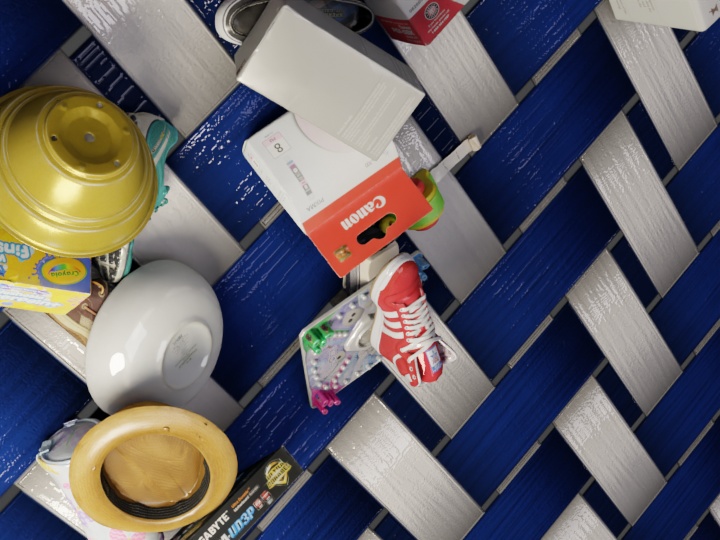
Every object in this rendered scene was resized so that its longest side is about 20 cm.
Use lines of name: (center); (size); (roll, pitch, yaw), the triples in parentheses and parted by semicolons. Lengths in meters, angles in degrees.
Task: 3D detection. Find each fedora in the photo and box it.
fedora: (-0.240, 0.214, 1.278); (0.200, 0.082, 0.201); (-8, 126, -11)

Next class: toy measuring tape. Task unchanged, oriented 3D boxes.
toy measuring tape: (0.105, -0.113, 1.507); (0.200, 0.074, 0.074); (-41, 124, -15)

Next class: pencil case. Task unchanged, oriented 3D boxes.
pencil case: (-0.315, 0.278, 1.353); (0.091, 0.083, 0.200); (-24, 119, -5)

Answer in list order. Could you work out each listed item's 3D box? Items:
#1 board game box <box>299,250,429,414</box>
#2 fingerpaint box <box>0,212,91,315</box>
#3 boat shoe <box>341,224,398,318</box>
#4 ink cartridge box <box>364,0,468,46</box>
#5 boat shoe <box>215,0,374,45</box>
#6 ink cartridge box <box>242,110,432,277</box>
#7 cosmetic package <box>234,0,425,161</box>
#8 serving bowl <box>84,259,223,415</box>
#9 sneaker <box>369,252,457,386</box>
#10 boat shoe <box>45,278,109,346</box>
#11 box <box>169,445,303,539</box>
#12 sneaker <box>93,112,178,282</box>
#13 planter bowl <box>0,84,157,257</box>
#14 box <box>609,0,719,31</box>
board game box: (0.011, 0.088, 1.486); (0.200, 0.026, 0.200); (-35, 151, -20)
fingerpaint box: (-0.385, -0.054, 1.145); (0.200, 0.073, 0.167); (11, 63, -37)
boat shoe: (0.000, 0.000, 1.483); (0.075, 0.093, 0.200); (-32, 150, -27)
ink cartridge box: (0.055, -0.400, 1.362); (0.147, 0.083, 0.200); (-49, 127, -9)
boat shoe: (-0.072, -0.299, 1.322); (0.200, 0.066, 0.070); (-6, 110, -33)
ink cartridge box: (-0.022, -0.119, 1.368); (0.162, 0.057, 0.200); (-37, 82, -19)
cosmetic package: (-0.037, -0.226, 1.280); (0.200, 0.090, 0.107); (31, 111, -21)
serving bowl: (-0.229, 0.091, 1.313); (0.200, 0.066, 0.200); (-31, 130, -46)
sneaker: (0.068, 0.069, 1.387); (0.071, 0.112, 0.200); (-32, 150, -22)
boat shoe: (-0.320, 0.036, 1.272); (0.072, 0.072, 0.200); (-51, 131, -13)
box: (-0.177, 0.316, 1.378); (0.046, 0.159, 0.200); (49, 50, -2)
sneaker: (-0.256, -0.080, 1.274); (0.080, 0.077, 0.200); (7, 102, -45)
planter bowl: (-0.288, -0.120, 1.133); (0.200, 0.083, 0.201); (13, 63, -28)
box: (0.447, -0.476, 1.546); (0.200, 0.171, 0.199); (-42, 125, -15)
